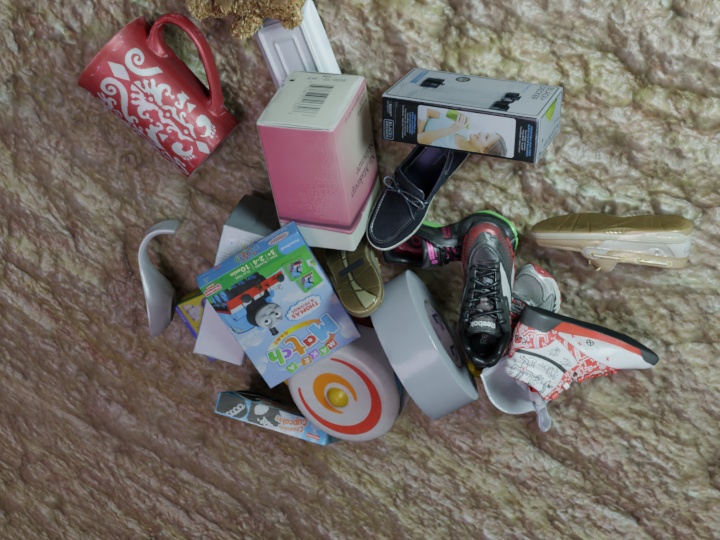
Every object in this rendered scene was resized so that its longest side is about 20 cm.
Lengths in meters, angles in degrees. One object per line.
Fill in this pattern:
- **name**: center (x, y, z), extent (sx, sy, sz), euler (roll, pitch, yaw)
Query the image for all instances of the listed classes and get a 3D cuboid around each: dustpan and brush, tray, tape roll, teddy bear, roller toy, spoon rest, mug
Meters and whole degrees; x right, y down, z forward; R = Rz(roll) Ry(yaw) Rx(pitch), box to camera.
- **dustpan and brush**: center (0.248, 0.172, 1.462), extent (0.057, 0.139, 0.200), euler (57, 173, 31)
- **tray**: center (-0.078, -0.261, 1.398), extent (0.107, 0.022, 0.201), euler (-8, 115, 32)
- **tape roll**: center (0.086, 0.102, 1.420), extent (0.066, 0.200, 0.201), euler (-30, 104, 11)
- **teddy bear**: center (-0.151, -0.372, 1.345), extent (0.199, 0.067, 0.146), euler (-7, 97, 32)
- **roller toy**: center (-0.012, 0.155, 1.548), extent (0.200, 0.140, 0.182), euler (44, 129, -3)
- **spoon rest**: center (-0.328, 0.013, 1.661), extent (0.060, 0.099, 0.201), euler (8, 116, -3)
- **mug**: center (-0.269, -0.243, 1.432), extent (0.200, 0.134, 0.177), euler (45, 151, -9)

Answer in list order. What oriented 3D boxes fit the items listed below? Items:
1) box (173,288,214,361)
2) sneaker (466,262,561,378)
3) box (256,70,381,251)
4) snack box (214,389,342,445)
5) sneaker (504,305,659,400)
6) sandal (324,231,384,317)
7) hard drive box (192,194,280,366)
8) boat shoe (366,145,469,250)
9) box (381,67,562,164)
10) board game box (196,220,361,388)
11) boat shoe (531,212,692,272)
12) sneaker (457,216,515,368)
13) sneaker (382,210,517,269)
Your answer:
- **box**: center (-0.193, 0.066, 1.647), extent (0.199, 0.048, 0.118), euler (-23, 107, 34)
- **sneaker**: center (0.209, 0.077, 1.413), extent (0.078, 0.082, 0.201), euler (37, 129, 20)
- **box**: center (-0.049, -0.144, 1.363), extent (0.108, 0.128, 0.201), euler (8, 135, 19)
- **snack box**: center (-0.123, 0.237, 1.674), extent (0.199, 0.116, 0.037), euler (14, 90, 19)
- **sneaker**: center (0.289, 0.125, 1.371), extent (0.200, 0.067, 0.108), euler (17, 100, -13)
- **sandal**: center (0.000, 0.000, 1.419), extent (0.080, 0.200, 0.054), euler (-28, 129, 12)
- **hard drive box**: center (-0.169, 0.012, 1.492), extent (0.076, 0.156, 0.201), euler (16, 110, -1)
- **boat shoe**: center (0.068, -0.109, 1.353), extent (0.075, 0.062, 0.200), euler (47, 112, 19)
- **box**: center (0.138, -0.193, 1.270), extent (0.199, 0.117, 0.060), euler (13, 122, 22)
- **board game box**: center (-0.108, 0.050, 1.406), extent (0.151, 0.037, 0.200), euler (-30, 125, 1)
- **boat shoe**: center (0.315, -0.030, 1.305), extent (0.199, 0.074, 0.070), euler (3, 115, 25)
- **sneaker**: center (0.162, 0.036, 1.326), extent (0.070, 0.098, 0.202), euler (2, 106, 9)
- **sneaker**: center (0.119, -0.031, 1.399), extent (0.199, 0.084, 0.077), euler (-5, 117, 30)
